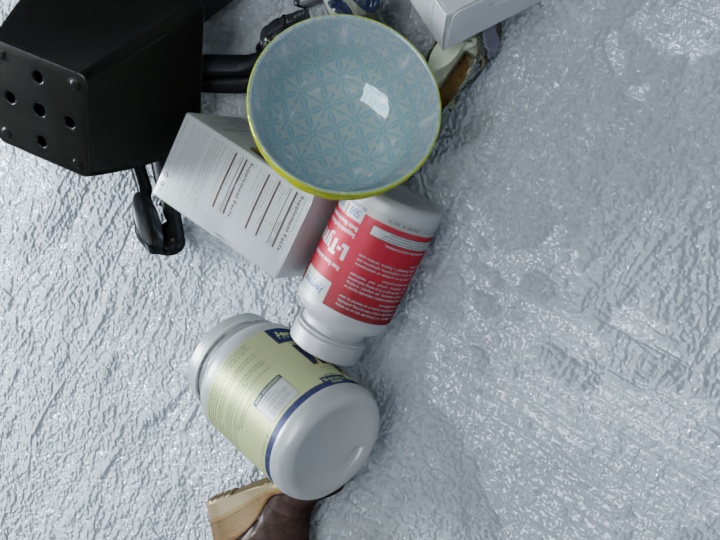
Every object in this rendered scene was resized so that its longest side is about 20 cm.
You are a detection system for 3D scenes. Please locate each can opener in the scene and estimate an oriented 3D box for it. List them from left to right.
[{"bbox_3d":[-0.259,-0.110,1.620,0.063,0.079,0.200,-8,70,-10],"label":"can opener"},{"bbox_3d":[-0.137,-0.236,1.545,0.200,0.079,0.063,-4,131,32],"label":"can opener"}]

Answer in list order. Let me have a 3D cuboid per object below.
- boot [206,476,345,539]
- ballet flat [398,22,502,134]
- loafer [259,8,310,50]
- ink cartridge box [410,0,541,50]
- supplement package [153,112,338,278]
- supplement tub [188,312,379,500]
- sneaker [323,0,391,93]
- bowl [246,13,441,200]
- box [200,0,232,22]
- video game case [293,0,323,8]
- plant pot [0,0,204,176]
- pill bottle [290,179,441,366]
[{"bbox_3d":[-0.076,0.322,1.539,0.200,0.072,0.166,-22,95,24],"label":"boot"},{"bbox_3d":[0.076,-0.200,1.415,0.072,0.072,0.200,44,112,22],"label":"ballet flat"},{"bbox_3d":[-0.040,-0.196,1.453,0.070,0.068,0.201,-26,109,10],"label":"loafer"},{"bbox_3d":[0.099,-0.353,1.350,0.146,0.086,0.200,-28,76,-10],"label":"ink cartridge box"},{"bbox_3d":[-0.119,-0.088,1.507,0.200,0.114,0.110,33,109,24],"label":"supplement package"},{"bbox_3d":[-0.090,0.149,1.469,0.200,0.145,0.145,36,109,38],"label":"supplement tub"},{"bbox_3d":[-0.011,-0.288,1.447,0.077,0.085,0.200,-16,94,-12],"label":"sneaker"},{"bbox_3d":[-0.022,-0.156,1.367,0.200,0.108,0.200,2,74,-7],"label":"bowl"},{"bbox_3d":[-0.205,-0.384,1.563,0.200,0.079,0.141,-30,69,28],"label":"box"},{"bbox_3d":[-0.015,-0.423,1.485,0.181,0.025,0.200,-13,85,30],"label":"video game case"},{"bbox_3d":[-0.316,-0.223,1.505,0.200,0.177,0.200,24,130,19],"label":"plant pot"},{"bbox_3d":[0.000,0.000,1.441,0.112,0.112,0.200,33,107,25],"label":"pill bottle"}]
